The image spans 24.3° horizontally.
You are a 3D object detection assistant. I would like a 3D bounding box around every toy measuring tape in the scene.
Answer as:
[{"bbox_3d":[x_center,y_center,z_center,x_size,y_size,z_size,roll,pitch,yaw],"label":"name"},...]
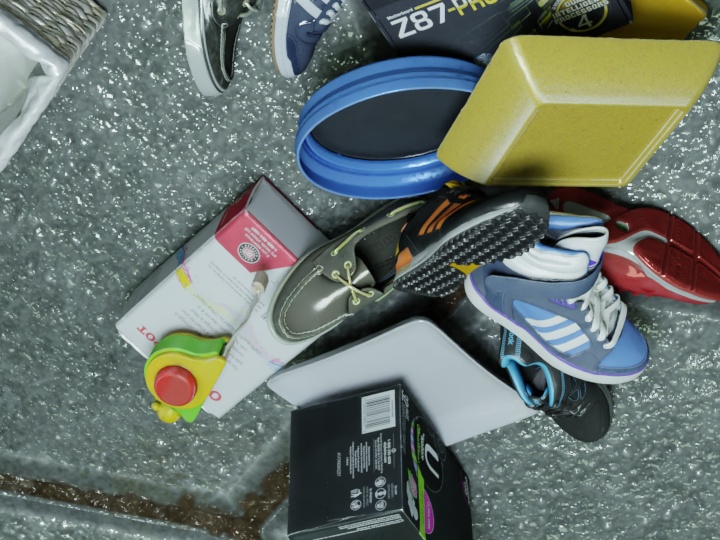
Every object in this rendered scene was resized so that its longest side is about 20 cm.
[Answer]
[{"bbox_3d":[-0.157,0.069,1.592,0.073,0.074,0.200,28,121,-5],"label":"toy measuring tape"}]

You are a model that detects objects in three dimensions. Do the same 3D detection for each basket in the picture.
[{"bbox_3d":[-0.373,-0.200,1.530,0.200,0.161,0.198,36,119,-10],"label":"basket"}]

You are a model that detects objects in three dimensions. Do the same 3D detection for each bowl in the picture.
[{"bbox_3d":[0.039,-0.127,1.489,0.200,0.039,0.201,-7,156,-3],"label":"bowl"}]

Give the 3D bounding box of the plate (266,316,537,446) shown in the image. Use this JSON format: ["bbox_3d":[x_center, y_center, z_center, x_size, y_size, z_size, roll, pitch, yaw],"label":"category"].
[{"bbox_3d":[0.042,0.115,1.655,0.199,0.032,0.200,-23,136,32],"label":"plate"}]

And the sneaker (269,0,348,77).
[{"bbox_3d":[-0.015,-0.257,1.483,0.108,0.070,0.200,13,117,6],"label":"sneaker"}]

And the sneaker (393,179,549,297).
[{"bbox_3d":[0.091,-0.048,1.460,0.070,0.090,0.200,13,153,-28],"label":"sneaker"}]

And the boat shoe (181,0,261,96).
[{"bbox_3d":[-0.123,-0.251,1.506,0.064,0.071,0.200,4,117,10],"label":"boat shoe"}]

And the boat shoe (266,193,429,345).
[{"bbox_3d":[-0.002,-0.002,1.560,0.202,0.060,0.072,-39,103,-16],"label":"boat shoe"}]

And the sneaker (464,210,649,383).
[{"bbox_3d":[0.202,0.019,1.502,0.200,0.081,0.146,30,145,-9],"label":"sneaker"}]

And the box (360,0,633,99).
[{"bbox_3d":[0.110,-0.243,1.419,0.200,0.049,0.161,-18,133,21],"label":"box"}]

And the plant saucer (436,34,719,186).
[{"bbox_3d":[0.188,-0.126,1.435,0.200,0.049,0.200,-1,154,-17],"label":"plant saucer"}]

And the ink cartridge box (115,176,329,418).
[{"bbox_3d":[-0.120,0.028,1.650,0.200,0.086,0.148,-38,106,28],"label":"ink cartridge box"}]

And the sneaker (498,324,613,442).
[{"bbox_3d":[0.182,0.113,1.623,0.073,0.082,0.200,-11,132,32],"label":"sneaker"}]

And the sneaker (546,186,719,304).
[{"bbox_3d":[0.240,-0.006,1.587,0.200,0.078,0.116,26,143,-11],"label":"sneaker"}]

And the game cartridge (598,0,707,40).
[{"bbox_3d":[0.176,-0.233,1.484,0.200,0.032,0.176,40,118,-9],"label":"game cartridge"}]

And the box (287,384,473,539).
[{"bbox_3d":[0.024,0.235,1.664,0.124,0.149,0.200,-14,139,18],"label":"box"}]
